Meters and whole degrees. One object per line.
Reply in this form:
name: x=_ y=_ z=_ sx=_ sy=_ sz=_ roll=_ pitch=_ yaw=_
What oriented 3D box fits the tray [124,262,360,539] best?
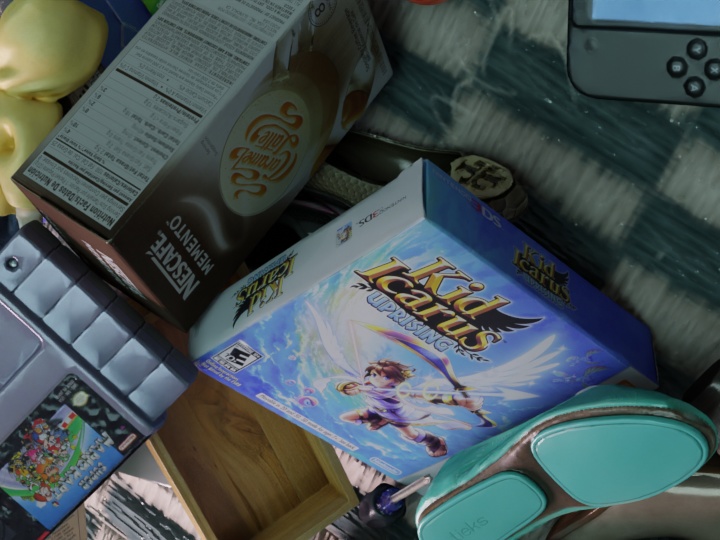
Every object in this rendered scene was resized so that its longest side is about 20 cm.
tray: x=-0.082 y=0.092 z=0.806 sx=0.037 sy=0.099 sz=0.200 roll=33 pitch=151 yaw=55

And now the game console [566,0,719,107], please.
game console: x=0.167 y=-0.167 z=0.621 sx=0.170 sy=0.118 sz=0.200 roll=8 pitch=110 yaw=26

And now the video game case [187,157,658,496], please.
video game case: x=0.036 y=0.044 z=0.742 sx=0.181 sy=0.046 sz=0.200 roll=-32 pitch=130 yaw=33

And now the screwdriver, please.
screwdriver: x=0.027 y=0.136 z=0.791 sx=0.200 sy=0.029 sz=0.028 roll=129 pitch=136 yaw=-69

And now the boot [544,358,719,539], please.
boot: x=0.215 y=0.141 z=0.735 sx=0.146 sy=0.070 sz=0.200 roll=37 pitch=131 yaw=1

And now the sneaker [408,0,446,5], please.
sneaker: x=-0.026 y=-0.223 z=0.730 sx=0.200 sy=0.082 sz=0.077 roll=39 pitch=121 yaw=12

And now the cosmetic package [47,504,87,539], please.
cosmetic package: x=-0.235 y=0.122 z=0.828 sx=0.073 sy=0.104 sz=0.200 roll=8 pitch=109 yaw=25

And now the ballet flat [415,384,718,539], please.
ballet flat: x=0.110 y=0.099 z=0.720 sx=0.067 sy=0.070 sz=0.200 roll=46 pitch=129 yaw=-14

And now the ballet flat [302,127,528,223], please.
ballet flat: x=0.006 y=-0.065 z=0.779 sx=0.200 sy=0.067 sz=0.046 roll=16 pitch=122 yaw=30

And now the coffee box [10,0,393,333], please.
coffee box: x=-0.079 y=-0.081 z=0.720 sx=0.080 sy=0.114 sz=0.200 roll=30 pitch=75 yaw=27

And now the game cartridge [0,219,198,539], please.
game cartridge: x=-0.200 y=0.084 z=0.733 sx=0.130 sy=0.038 sz=0.200 roll=45 pitch=108 yaw=-4

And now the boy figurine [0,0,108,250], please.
boy figurine: x=-0.209 y=-0.079 z=0.775 sx=0.124 sy=0.064 sz=0.200 roll=48 pitch=123 yaw=40

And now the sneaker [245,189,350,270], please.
sneaker: x=0.000 y=0.000 z=0.789 sx=0.200 sy=0.086 sz=0.080 roll=12 pitch=113 yaw=25

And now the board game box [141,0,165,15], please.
board game box: x=-0.124 y=-0.229 z=0.816 sx=0.095 sy=0.030 sz=0.200 roll=-35 pitch=91 yaw=32

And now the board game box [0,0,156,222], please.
board game box: x=-0.231 y=-0.132 z=0.866 sx=0.200 sy=0.097 sz=0.160 roll=-36 pitch=88 yaw=33

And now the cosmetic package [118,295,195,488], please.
cosmetic package: x=-0.171 y=0.074 z=0.899 sx=0.200 sy=0.107 sz=0.090 roll=7 pitch=111 yaw=25
